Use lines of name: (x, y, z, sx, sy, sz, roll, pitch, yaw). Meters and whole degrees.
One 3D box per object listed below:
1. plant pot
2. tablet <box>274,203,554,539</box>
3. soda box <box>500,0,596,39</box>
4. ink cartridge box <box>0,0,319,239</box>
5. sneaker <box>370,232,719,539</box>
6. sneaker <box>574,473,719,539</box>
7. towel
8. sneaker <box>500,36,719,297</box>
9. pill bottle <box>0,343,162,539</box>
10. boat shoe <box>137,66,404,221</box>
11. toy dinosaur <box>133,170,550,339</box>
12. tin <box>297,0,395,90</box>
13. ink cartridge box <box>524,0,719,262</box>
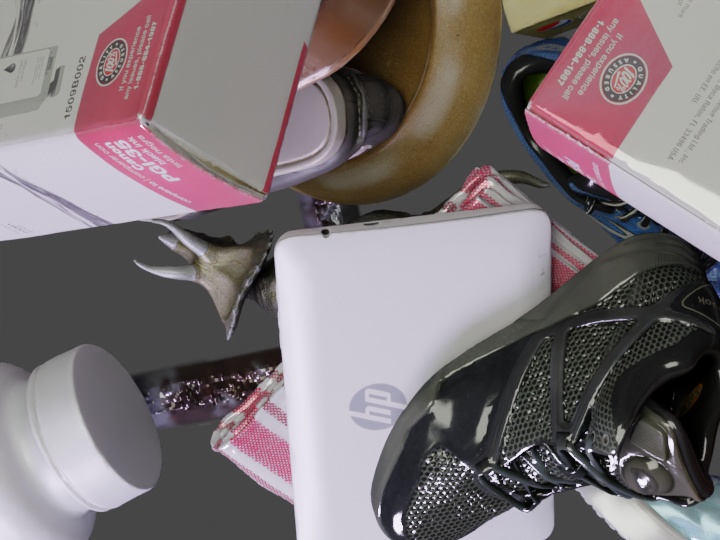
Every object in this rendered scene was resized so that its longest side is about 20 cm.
plant pot: (-0.018, -0.130, 1.389, 0.199, 0.027, 0.201, 8, 104, 36)
tablet: (0.028, 0.059, 1.335, 0.129, 0.014, 0.201, -6, 124, -4)
soda box: (0.081, -0.219, 1.364, 0.067, 0.064, 0.201, -19, 86, 20)
ink cartridge box: (-0.118, -0.102, 1.283, 0.199, 0.083, 0.147, -7, 62, 45)
sneaker: (0.090, 0.081, 1.283, 0.199, 0.076, 0.115, -37, 40, 15)
sneaker: (0.186, 0.121, 1.337, 0.200, 0.074, 0.082, 38, 96, 7)
towel: (0.043, 0.054, 1.360, 0.146, 0.030, 0.200, 35, 112, -27)
sneaker: (0.138, -0.034, 1.335, 0.200, 0.089, 0.079, 40, 104, 12)
pill bottle: (-0.208, 0.116, 1.455, 0.199, 0.111, 0.112, -26, 83, 19)
boat shoe: (-0.062, -0.063, 1.393, 0.199, 0.057, 0.067, -9, 88, 44)
toy dinosaur: (0.000, 0.000, 1.376, 0.199, 0.102, 0.077, -8, 89, 27)
tin: (-0.060, -0.128, 1.345, 0.199, 0.042, 0.113, -24, 55, 35)
ink cartridge box: (0.193, -0.065, 1.181, 0.200, 0.083, 0.147, 34, 86, 15)
